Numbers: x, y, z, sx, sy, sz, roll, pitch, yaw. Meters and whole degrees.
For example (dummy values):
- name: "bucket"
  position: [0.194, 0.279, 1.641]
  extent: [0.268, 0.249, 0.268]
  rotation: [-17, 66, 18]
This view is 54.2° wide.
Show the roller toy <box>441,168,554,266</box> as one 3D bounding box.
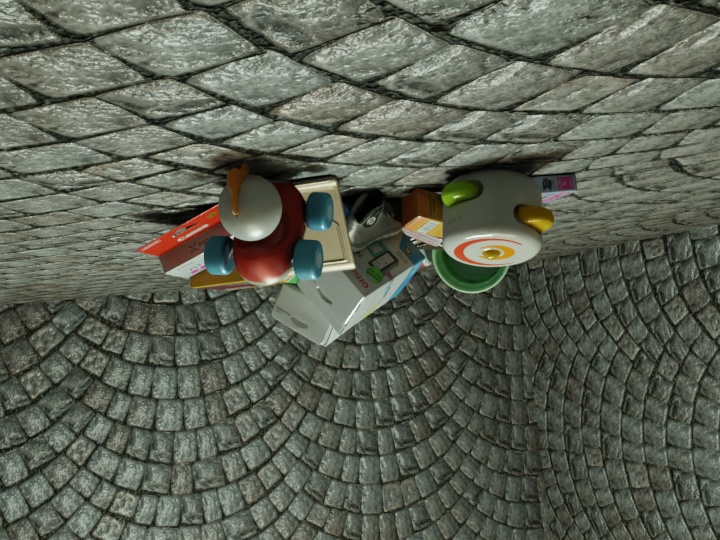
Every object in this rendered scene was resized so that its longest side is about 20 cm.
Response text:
- name: "roller toy"
  position: [0.243, -0.087, 1.288]
  extent: [0.196, 0.142, 0.183]
  rotation: [2, 161, 4]

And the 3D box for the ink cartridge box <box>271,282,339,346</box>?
- name: "ink cartridge box"
  position: [-0.088, 0.076, 1.574]
  extent: [0.144, 0.084, 0.200]
  rotation: [28, -162, 13]

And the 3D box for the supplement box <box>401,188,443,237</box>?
- name: "supplement box"
  position: [0.180, -0.104, 1.409]
  extent: [0.197, 0.068, 0.069]
  rotation: [11, 155, -29]

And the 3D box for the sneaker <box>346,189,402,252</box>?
- name: "sneaker"
  position: [0.040, -0.116, 1.375]
  extent: [0.199, 0.075, 0.116]
  rotation: [-35, 157, -41]

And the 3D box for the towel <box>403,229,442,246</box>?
- name: "towel"
  position: [0.117, -0.098, 1.572]
  extent: [0.144, 0.030, 0.200]
  rotation: [23, 178, 2]

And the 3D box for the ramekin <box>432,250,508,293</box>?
- name: "ramekin"
  position: [0.287, -0.049, 1.789]
  extent: [0.197, 0.204, 0.098]
  rotation: [-7, -177, 17]

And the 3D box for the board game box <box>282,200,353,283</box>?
- name: "board game box"
  position: [-0.084, -0.056, 1.442]
  extent: [0.200, 0.040, 0.153]
  rotation: [-44, 168, 10]

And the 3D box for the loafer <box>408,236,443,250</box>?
- name: "loafer"
  position: [0.182, -0.077, 1.724]
  extent: [0.197, 0.072, 0.073]
  rotation: [-21, -170, 15]

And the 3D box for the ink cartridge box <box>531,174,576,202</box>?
- name: "ink cartridge box"
  position: [0.318, -0.158, 1.416]
  extent: [0.197, 0.043, 0.119]
  rotation: [-3, 175, -15]

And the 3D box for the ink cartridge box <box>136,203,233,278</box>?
- name: "ink cartridge box"
  position: [-0.309, -0.054, 1.380]
  extent: [0.198, 0.044, 0.173]
  rotation: [-27, 169, 11]

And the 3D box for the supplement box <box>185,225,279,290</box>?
- name: "supplement box"
  position: [-0.251, -0.035, 1.558]
  extent: [0.194, 0.135, 0.200]
  rotation: [-7, 175, 13]

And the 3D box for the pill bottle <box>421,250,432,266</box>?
- name: "pill bottle"
  position: [0.086, -0.058, 1.858]
  extent: [0.197, 0.118, 0.116]
  rotation: [-8, 175, 21]

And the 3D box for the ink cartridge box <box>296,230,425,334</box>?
- name: "ink cartridge box"
  position: [0.000, 0.000, 1.449]
  extent: [0.199, 0.147, 0.146]
  rotation: [-32, 165, -40]

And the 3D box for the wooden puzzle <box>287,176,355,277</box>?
- name: "wooden puzzle"
  position: [-0.112, -0.073, 1.239]
  extent: [0.182, 0.202, 0.038]
  rotation: [-6, -142, 9]

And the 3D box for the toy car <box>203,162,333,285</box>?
- name: "toy car"
  position: [-0.154, -0.096, 1.059]
  extent: [0.181, 0.179, 0.201]
  rotation: [4, 150, 13]
